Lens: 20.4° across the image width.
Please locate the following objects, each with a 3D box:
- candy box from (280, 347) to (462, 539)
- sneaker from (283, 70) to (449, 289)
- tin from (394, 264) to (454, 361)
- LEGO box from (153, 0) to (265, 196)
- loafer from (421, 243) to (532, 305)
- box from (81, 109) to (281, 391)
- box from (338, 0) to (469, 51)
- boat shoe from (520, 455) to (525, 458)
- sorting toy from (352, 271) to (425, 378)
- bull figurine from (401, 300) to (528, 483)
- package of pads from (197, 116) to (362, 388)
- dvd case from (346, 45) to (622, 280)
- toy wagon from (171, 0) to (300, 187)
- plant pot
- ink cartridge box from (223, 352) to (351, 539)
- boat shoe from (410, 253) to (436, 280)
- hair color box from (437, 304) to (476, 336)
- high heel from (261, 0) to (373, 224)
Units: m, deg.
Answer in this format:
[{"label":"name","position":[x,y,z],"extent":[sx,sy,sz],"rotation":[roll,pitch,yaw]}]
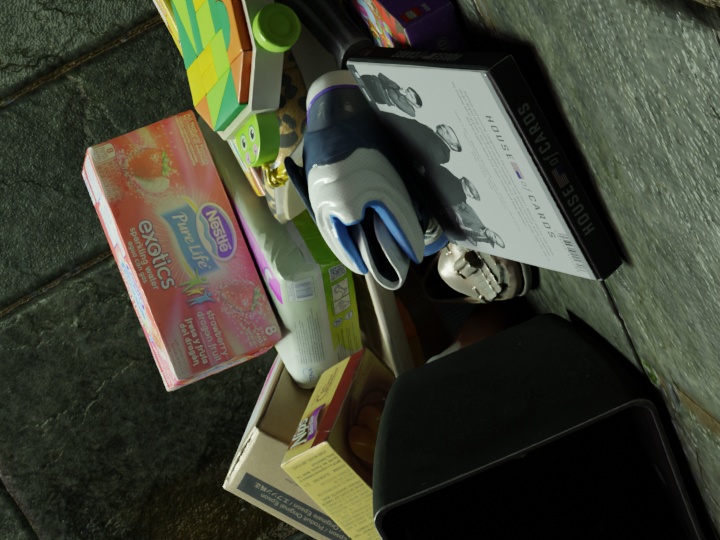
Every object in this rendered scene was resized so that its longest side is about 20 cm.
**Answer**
[{"label":"candy box","position":[0.037,0.171,1.546],"extent":[0.200,0.056,0.117],"rotation":[48,-144,-18]},{"label":"sneaker","position":[0.018,-0.029,1.396],"extent":[0.200,0.080,0.147],"rotation":[56,-158,-48]},{"label":"tin","position":[0.025,0.014,1.736],"extent":[0.201,0.042,0.112],"rotation":[58,168,24]},{"label":"LEGO box","position":[-0.061,-0.181,1.549],"extent":[0.201,0.148,0.077],"rotation":[61,175,-5]},{"label":"loafer","position":[0.086,0.000,1.544],"extent":[0.072,0.063,0.200],"rotation":[61,175,4]},{"label":"box","position":[-0.146,-0.015,1.625],"extent":[0.103,0.094,0.201],"rotation":[138,110,-77]},{"label":"box","position":[0.032,-0.156,1.385],"extent":[0.137,0.039,0.200],"rotation":[64,174,-34]},{"label":"boat shoe","position":[0.146,0.147,1.682],"extent":[0.061,0.071,0.201],"rotation":[67,171,-17]},{"label":"sorting toy","position":[0.000,0.000,1.648],"extent":[0.200,0.036,0.186],"rotation":[-130,21,-60]},{"label":"bull figurine","position":[0.094,0.097,1.573],"extent":[0.122,0.065,0.200],"rotation":[60,-145,-13]},{"label":"package of pads","position":[-0.067,-0.020,1.652],"extent":[0.155,0.068,0.201],"rotation":[82,163,-50]},{"label":"dvd case","position":[0.074,-0.071,1.256],"extent":[0.151,0.025,0.200],"rotation":[59,163,-20]},{"label":"toy wagon","position":[-0.087,-0.155,1.415],"extent":[0.155,0.039,0.202],"rotation":[144,116,-64]},{"label":"plant pot","position":[0.117,0.150,1.420],"extent":[0.178,0.199,0.200],"rotation":[-109,-6,-58]},{"label":"ink cartridge box","position":[-0.012,0.144,1.688],"extent":[0.164,0.075,0.200],"rotation":[28,-152,-4]},{"label":"boat shoe","position":[0.044,-0.057,1.636],"extent":[0.065,0.072,0.200],"rotation":[56,178,36]},{"label":"hair color box","position":[0.050,-0.011,1.843],"extent":[0.201,0.060,0.099],"rotation":[63,173,-17]},{"label":"high heel","position":[-0.057,-0.143,1.476],"extent":[0.143,0.071,0.201],"rotation":[53,141,29]}]
